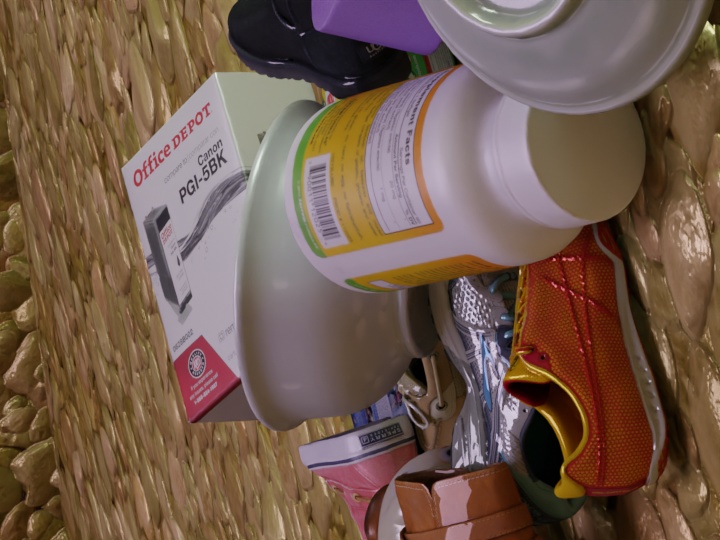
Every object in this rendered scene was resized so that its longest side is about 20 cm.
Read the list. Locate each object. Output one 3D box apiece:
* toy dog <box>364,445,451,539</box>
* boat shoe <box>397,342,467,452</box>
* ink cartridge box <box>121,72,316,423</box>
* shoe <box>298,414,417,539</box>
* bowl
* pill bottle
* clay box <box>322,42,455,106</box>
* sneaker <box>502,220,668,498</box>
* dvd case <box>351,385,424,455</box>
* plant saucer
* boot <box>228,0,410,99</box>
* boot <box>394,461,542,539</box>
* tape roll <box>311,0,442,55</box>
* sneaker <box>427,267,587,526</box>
[{"bbox_3d":[0.078,0.206,1.866,0.194,0.139,0.201,12,-120,-67],"label":"toy dog"},{"bbox_3d":[0.042,0.046,1.957,0.201,0.063,0.073,92,161,-45],"label":"boat shoe"},{"bbox_3d":[-0.077,-0.016,2.053,0.147,0.083,0.201,-42,58,47],"label":"ink cartridge box"},{"bbox_3d":[0.009,0.154,2.092,0.200,0.071,0.091,151,101,-80],"label":"shoe"},{"bbox_3d":[0.000,0.000,1.789,0.201,0.090,0.202,4,-90,-71],"label":"bowl"},{"bbox_3d":[0.057,-0.053,1.610,0.200,0.111,0.112,-12,91,53],"label":"pill bottle"},{"bbox_3d":[0.019,-0.103,1.947,0.200,0.047,0.115,110,146,-67],"label":"clay box"},{"bbox_3d":[0.109,0.028,1.636,0.073,0.077,0.201,99,159,-59],"label":"sneaker"},{"bbox_3d":[0.025,0.118,2.191,0.200,0.017,0.143,130,127,-74],"label":"dvd case"},{"bbox_3d":[0.079,-0.168,1.435,0.200,0.050,0.201,18,118,38],"label":"plant saucer"},{"bbox_3d":[-0.056,-0.209,1.795,0.165,0.066,0.201,21,145,51],"label":"boot"},{"bbox_3d":[0.100,0.183,1.703,0.200,0.076,0.156,-5,94,49],"label":"boot"},{"bbox_3d":[0.028,-0.220,1.611,0.200,0.065,0.201,-169,90,-81],"label":"tape roll"},{"bbox_3d":[0.099,0.052,1.756,0.086,0.077,0.201,-2,98,53],"label":"sneaker"}]
